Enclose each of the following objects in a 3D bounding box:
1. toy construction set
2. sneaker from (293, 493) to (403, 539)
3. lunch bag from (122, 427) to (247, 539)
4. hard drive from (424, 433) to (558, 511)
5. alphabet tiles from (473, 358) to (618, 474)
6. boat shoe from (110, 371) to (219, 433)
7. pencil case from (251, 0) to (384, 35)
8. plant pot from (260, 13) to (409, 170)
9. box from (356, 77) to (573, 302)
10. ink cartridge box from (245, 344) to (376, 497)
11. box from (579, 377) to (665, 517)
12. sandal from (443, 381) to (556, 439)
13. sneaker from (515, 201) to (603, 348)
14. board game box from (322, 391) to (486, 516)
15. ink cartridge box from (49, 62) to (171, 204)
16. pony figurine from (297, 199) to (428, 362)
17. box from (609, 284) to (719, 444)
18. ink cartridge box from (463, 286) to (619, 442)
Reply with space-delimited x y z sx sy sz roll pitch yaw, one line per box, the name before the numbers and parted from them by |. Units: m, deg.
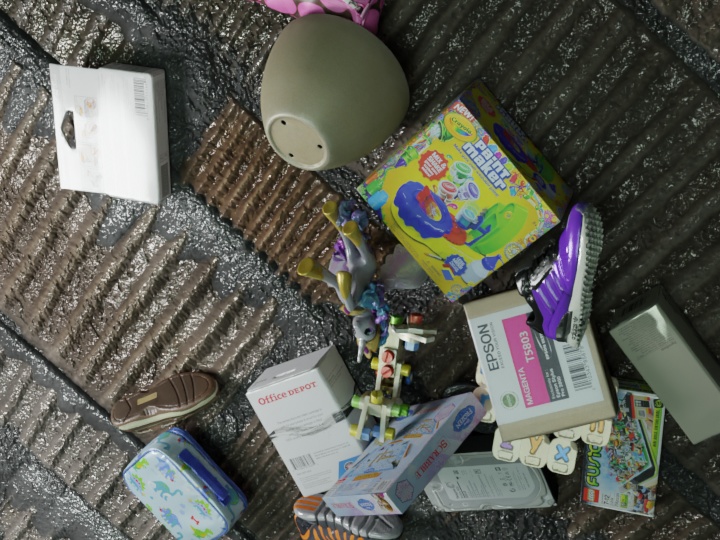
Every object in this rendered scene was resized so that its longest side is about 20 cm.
toy construction set | 0.044 0.143 1.481 0.091 0.131 0.202 25 107 13
sneaker | -0.014 0.438 1.685 0.198 0.078 0.113 7 120 31
lunch bag | -0.297 0.373 1.742 0.200 0.083 0.161 46 133 -3
hard drive | 0.185 0.306 1.537 0.198 0.038 0.141 -8 129 25
alphabet tiles | 0.258 0.180 1.437 0.198 0.015 0.198 10 96 17
boat shoe | -0.317 0.227 1.717 0.200 0.075 0.075 -15 142 19
pencil case | -0.066 -0.364 1.330 0.198 0.094 0.092 22 105 11
plant pot | -0.053 -0.210 1.327 0.198 0.135 0.201 21 145 15
box | 0.139 -0.106 1.348 0.192 0.122 0.200 -39 95 29
ink cartridge box | -0.065 0.236 1.601 0.143 0.084 0.202 -21 105 27
box | 0.376 0.251 1.462 0.109 0.035 0.202 7 115 19
sandal | 0.219 0.205 1.502 0.198 0.048 0.076 12 116 4
sneaker | 0.242 0.003 1.280 0.099 0.070 0.202 16 124 23
board game box | 0.061 0.265 1.457 0.041 0.199 0.200 50 151 -8
ink cartridge box | -0.378 -0.212 1.548 0.174 0.045 0.202 10 115 17
pony figurine | 0.000 0.000 1.394 0.165 0.195 0.201 1 142 27
box | 0.425 0.126 1.368 0.082 0.068 0.201 -33 98 30
ink cartridge box | 0.247 0.116 1.390 0.163 0.075 0.202 -17 89 17
